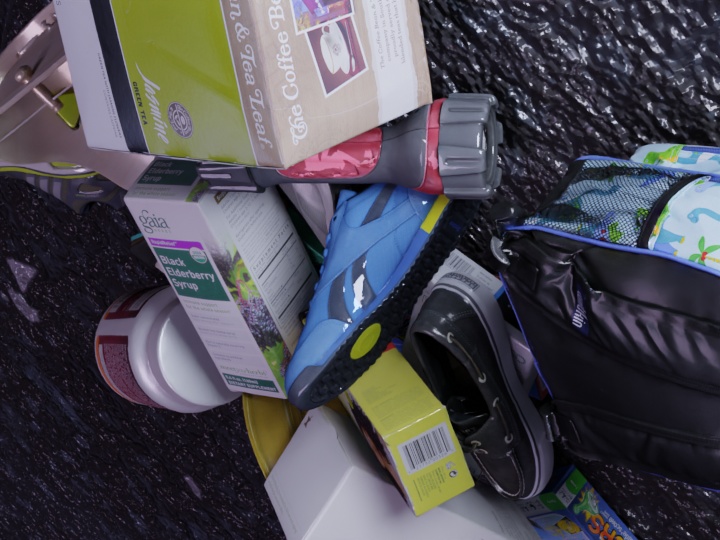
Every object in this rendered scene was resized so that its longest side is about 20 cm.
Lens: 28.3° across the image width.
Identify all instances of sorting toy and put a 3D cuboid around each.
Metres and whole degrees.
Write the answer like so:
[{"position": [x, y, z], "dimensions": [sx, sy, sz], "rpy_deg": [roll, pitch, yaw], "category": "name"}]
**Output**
[{"position": [-0.192, -0.131, 1.138], "dimensions": [0.180, 0.107, 0.199], "rpy_deg": [40, 139, -24], "category": "sorting toy"}]

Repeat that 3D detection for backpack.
[{"position": [0.198, 0.024, 0.787], "dimensions": [0.199, 0.147, 0.184], "rpy_deg": [16, 138, 45], "category": "backpack"}]

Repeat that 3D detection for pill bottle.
[{"position": [-0.164, 0.069, 1.286], "dimensions": [0.115, 0.114, 0.200], "rpy_deg": [53, 161, -13], "category": "pill bottle"}]

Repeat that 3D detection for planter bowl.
[{"position": [-0.003, 0.135, 1.187], "dimensions": [0.083, 0.201, 0.201], "rpy_deg": [-32, 104, 24], "category": "planter bowl"}]

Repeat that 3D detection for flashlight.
[{"position": [-0.010, -0.080, 0.923], "dimensions": [0.198, 0.068, 0.068], "rpy_deg": [2, 116, 15], "category": "flashlight"}]

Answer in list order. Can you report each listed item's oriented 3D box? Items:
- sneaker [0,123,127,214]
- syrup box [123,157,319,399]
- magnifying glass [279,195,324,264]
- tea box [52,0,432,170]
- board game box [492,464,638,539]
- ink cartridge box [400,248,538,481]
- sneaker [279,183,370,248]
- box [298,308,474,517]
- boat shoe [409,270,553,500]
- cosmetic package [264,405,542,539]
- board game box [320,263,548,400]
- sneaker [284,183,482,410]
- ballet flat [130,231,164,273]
[{"position": [-0.279, -0.091, 1.312], "dimensions": [0.199, 0.074, 0.081], "rpy_deg": [11, 139, 47], "category": "sneaker"}, {"position": [-0.093, -0.001, 1.093], "dimensions": [0.078, 0.082, 0.201], "rpy_deg": [4, 134, 36], "category": "syrup box"}, {"position": [-0.053, -0.027, 1.118], "dimensions": [0.201, 0.022, 0.079], "rpy_deg": [53, 148, -13], "category": "magnifying glass"}, {"position": [-0.081, -0.180, 0.850], "dimensions": [0.196, 0.133, 0.202], "rpy_deg": [12, 119, 44], "category": "tea box"}, {"position": [0.159, 0.239, 1.206], "dimensions": [0.136, 0.034, 0.200], "rpy_deg": [48, 150, -5], "category": "board game box"}, {"position": [0.078, 0.074, 1.067], "dimensions": [0.099, 0.039, 0.201], "rpy_deg": [36, 147, 14], "category": "ink cartridge box"}, {"position": [-0.022, -0.068, 1.034], "dimensions": [0.201, 0.074, 0.079], "rpy_deg": [59, 157, -11], "category": "sneaker"}, {"position": [0.015, 0.089, 1.025], "dimensions": [0.076, 0.050, 0.200], "rpy_deg": [68, 172, -27], "category": "box"}, {"position": [0.080, 0.093, 0.995], "dimensions": [0.068, 0.057, 0.201], "rpy_deg": [12, 136, 42], "category": "boat shoe"}, {"position": [0.037, 0.190, 1.081], "dimensions": [0.199, 0.085, 0.108], "rpy_deg": [28, -168, -23], "category": "cosmetic package"}, {"position": [0.053, 0.032, 1.101], "dimensions": [0.199, 0.019, 0.104], "rpy_deg": [17, 139, 39], "category": "board game box"}, {"position": [0.000, 0.000, 0.972], "dimensions": [0.078, 0.201, 0.066], "rpy_deg": [34, 178, 22], "category": "sneaker"}, {"position": [-0.144, -0.027, 1.214], "dimensions": [0.200, 0.068, 0.069], "rpy_deg": [-31, 82, 60], "category": "ballet flat"}]
